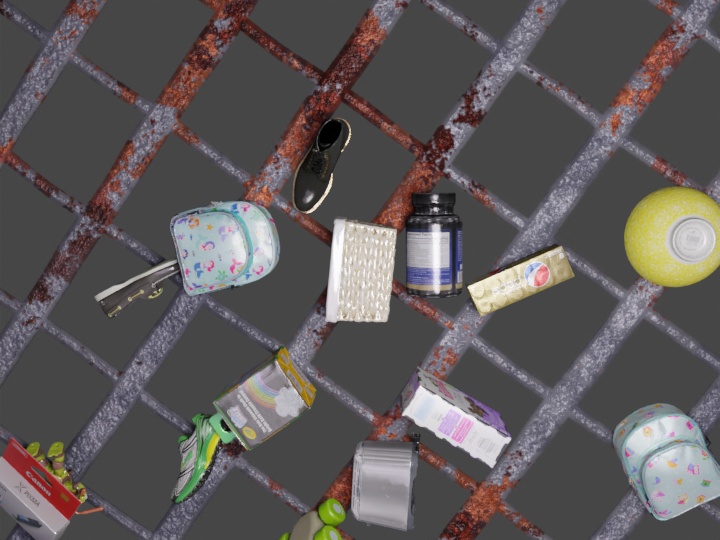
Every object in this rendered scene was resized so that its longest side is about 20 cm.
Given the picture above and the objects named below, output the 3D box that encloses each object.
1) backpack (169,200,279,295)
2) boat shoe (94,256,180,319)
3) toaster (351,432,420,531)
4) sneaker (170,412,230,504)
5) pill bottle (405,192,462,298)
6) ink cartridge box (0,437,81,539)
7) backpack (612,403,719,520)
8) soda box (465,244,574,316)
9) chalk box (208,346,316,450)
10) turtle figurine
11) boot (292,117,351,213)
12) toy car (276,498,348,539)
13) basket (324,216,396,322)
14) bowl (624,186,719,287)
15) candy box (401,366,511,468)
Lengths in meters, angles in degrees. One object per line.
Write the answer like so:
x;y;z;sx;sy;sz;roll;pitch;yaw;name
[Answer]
-0.262;-0.050;1.511;0.200;0.151;0.178;-12;94;-1;backpack
-0.440;0.034;1.564;0.201;0.072;0.061;-25;98;12;boat shoe
0.051;0.423;1.557;0.129;0.114;0.200;4;98;5;toaster
-0.345;0.389;1.599;0.085;0.078;0.200;25;88;7;sneaker
0.144;-0.051;1.502;0.112;0.112;0.200;0;95;3;pill bottle
-0.679;0.459;1.577;0.200;0.045;0.176;42;130;3;ink cartridge box
0.600;0.369;1.507;0.176;0.153;0.200;-30;87;11;backpack
0.312;0.019;1.525;0.200;0.064;0.068;-24;95;5;soda box
-0.207;0.267;1.549;0.200;0.124;0.124;-34;94;7;chalk box
-0.629;0.433;1.610;0.200;0.064;0.161;6;120;19;turtle figurine
-0.085;-0.205;1.484;0.077;0.138;0.200;22;98;0;boot
-0.055;0.600;1.571;0.200;0.158;0.164;43;109;-14;toy car
0.000;0.000;1.506;0.123;0.136;0.200;6;96;-2;basket
0.622;-0.061;1.479;0.200;0.108;0.200;0;96;2;bowl
0.181;0.282;1.507;0.200;0.168;0.072;30;96;-1;candy box
